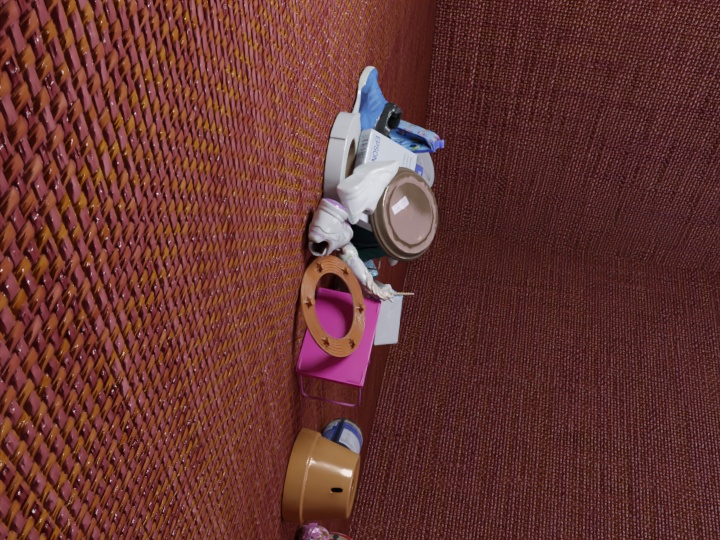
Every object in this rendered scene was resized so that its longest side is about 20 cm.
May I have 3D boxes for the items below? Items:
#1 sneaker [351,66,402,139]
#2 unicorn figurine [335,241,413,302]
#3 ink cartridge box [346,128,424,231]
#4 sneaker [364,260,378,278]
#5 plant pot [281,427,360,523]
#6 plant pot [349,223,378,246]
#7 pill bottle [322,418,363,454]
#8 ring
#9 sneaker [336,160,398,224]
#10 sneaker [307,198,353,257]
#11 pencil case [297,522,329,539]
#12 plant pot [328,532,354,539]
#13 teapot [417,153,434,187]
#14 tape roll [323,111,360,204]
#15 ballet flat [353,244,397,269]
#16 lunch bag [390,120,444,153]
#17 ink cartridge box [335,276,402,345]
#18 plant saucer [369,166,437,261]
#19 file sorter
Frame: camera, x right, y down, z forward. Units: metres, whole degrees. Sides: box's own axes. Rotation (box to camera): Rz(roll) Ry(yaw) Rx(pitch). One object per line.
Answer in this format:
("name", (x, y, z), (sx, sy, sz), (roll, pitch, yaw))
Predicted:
("sneaker", (0.043, -0.366, 1.685), (0.077, 0.110, 0.202), (88, 14, -58))
("unicorn figurine", (0.000, 0.000, 1.613), (0.074, 0.199, 0.137), (-49, -153, 2))
("ink cartridge box", (0.065, -0.172, 1.625), (0.198, 0.043, 0.199), (21, 73, -37))
("sneaker", (0.012, -0.014, 2.004), (0.074, 0.081, 0.203), (46, 53, -82))
("plant pot", (-0.081, 0.459, 1.665), (0.200, 0.138, 0.203), (9, 90, -82))
("plant pot", (0.053, -0.177, 1.754), (0.200, 0.197, 0.191), (-62, 146, -67))
("pill bottle", (-0.062, 0.470, 1.931), (0.200, 0.110, 0.113), (-59, 158, -70))
("ring", (-0.046, 0.068, 1.480), (0.200, 0.019, 0.203), (25, 58, -50))
("sneaker", (0.017, -0.158, 1.508), (0.200, 0.074, 0.090), (-41, 125, -48))
("sneaker", (-0.068, -0.069, 1.446), (0.100, 0.074, 0.200), (-60, 169, -9))
("pencil case", (-0.132, 0.712, 1.817), (0.087, 0.082, 0.201), (-51, -166, 40))
("plant pot", (-0.076, 0.790, 1.940), (0.201, 0.197, 0.185), (-70, 158, -54))
("teapot", (0.117, -0.301, 2.246), (0.199, 0.145, 0.200), (10, 66, -51))
("tape roll", (-0.036, -0.220, 1.547), (0.203, 0.036, 0.206), (10, 90, -82))
("ballet flat", (0.050, -0.041, 1.799), (0.067, 0.197, 0.071), (-54, 130, -68))
("lunch bag", (0.119, -0.345, 1.956), (0.151, 0.197, 0.095), (-56, 154, -72))
("ink cartridge box", (0.014, 0.082, 1.767), (0.199, 0.067, 0.117), (31, -62, 54))
("plant saucer", (0.099, -0.120, 1.607), (0.198, 0.029, 0.203), (2, 87, -41))
("file sorter", (-0.045, 0.165, 1.592), (0.126, 0.137, 0.202), (94, 8, -56))
